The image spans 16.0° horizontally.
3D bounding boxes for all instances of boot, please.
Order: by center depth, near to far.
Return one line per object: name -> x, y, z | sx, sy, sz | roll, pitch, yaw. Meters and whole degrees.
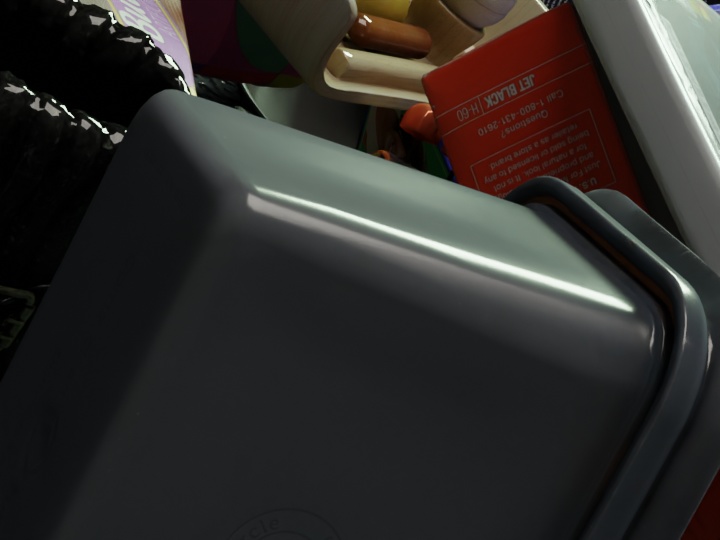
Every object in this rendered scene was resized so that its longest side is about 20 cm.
boot -> -0.080, 0.006, 0.698 | 0.210, 0.158, 0.080 | 18, 30, -35

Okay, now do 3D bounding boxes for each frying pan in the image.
frying pan -> -0.019, -0.052, 1.042 | 0.115, 0.031, 0.190 | 36, 35, 6

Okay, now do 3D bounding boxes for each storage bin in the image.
storage bin -> -0.023, 0.053, 0.631 | 0.134, 0.201, 0.146 | 23, 13, -27

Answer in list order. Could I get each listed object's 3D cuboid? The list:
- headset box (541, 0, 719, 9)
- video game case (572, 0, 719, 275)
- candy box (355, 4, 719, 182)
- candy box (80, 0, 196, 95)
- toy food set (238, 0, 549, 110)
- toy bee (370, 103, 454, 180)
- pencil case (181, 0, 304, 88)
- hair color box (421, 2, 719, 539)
headset box -> 0.094, -0.118, 1.154 | 0.199, 0.093, 0.174 | 23, 5, -13
video game case -> 0.146, -0.002, 0.793 | 0.182, 0.023, 0.201 | 31, 29, -44
candy box -> 0.109, -0.006, 0.969 | 0.168, 0.077, 0.201 | -6, 48, -19
candy box -> -0.119, -0.099, 0.794 | 0.116, 0.057, 0.200 | 26, 21, -20
toy food set -> -0.007, -0.127, 0.892 | 0.144, 0.060, 0.200 | 51, 18, 17
toy bee -> 0.000, 0.000, 0.824 | 0.131, 0.109, 0.200 | 24, 15, -39
pencil case -> -0.098, -0.122, 0.972 | 0.199, 0.089, 0.089 | 3, 39, -37
hair color box -> 0.095, 0.023, 0.816 | 0.101, 0.061, 0.201 | 10, 58, -61
